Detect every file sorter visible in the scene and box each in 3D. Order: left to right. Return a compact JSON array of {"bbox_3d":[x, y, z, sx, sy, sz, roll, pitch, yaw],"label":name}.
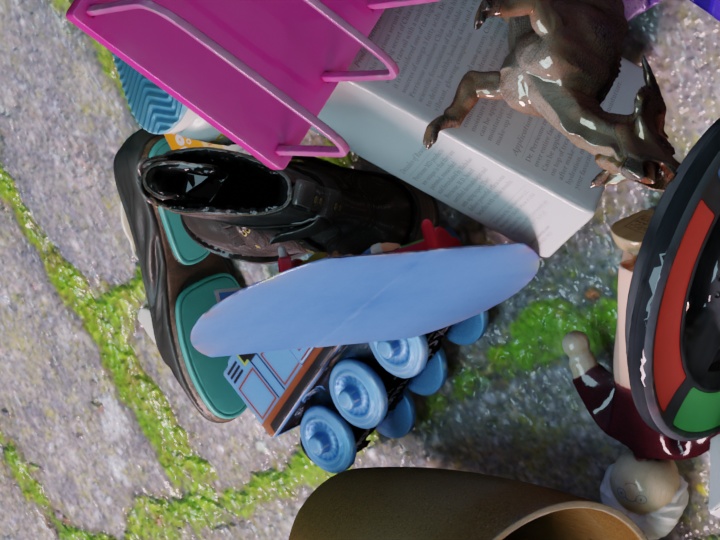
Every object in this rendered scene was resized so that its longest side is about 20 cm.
[{"bbox_3d":[-0.022,-0.170,1.318,0.139,0.200,0.125,36,170,-21],"label":"file sorter"}]

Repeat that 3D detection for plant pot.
[{"bbox_3d":[0.049,0.196,1.598,0.200,0.186,0.187,23,130,51],"label":"plant pot"}]

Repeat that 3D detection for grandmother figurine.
[{"bbox_3d":[0.168,0.066,1.541,0.121,0.060,0.201,25,126,39],"label":"grandmother figurine"}]

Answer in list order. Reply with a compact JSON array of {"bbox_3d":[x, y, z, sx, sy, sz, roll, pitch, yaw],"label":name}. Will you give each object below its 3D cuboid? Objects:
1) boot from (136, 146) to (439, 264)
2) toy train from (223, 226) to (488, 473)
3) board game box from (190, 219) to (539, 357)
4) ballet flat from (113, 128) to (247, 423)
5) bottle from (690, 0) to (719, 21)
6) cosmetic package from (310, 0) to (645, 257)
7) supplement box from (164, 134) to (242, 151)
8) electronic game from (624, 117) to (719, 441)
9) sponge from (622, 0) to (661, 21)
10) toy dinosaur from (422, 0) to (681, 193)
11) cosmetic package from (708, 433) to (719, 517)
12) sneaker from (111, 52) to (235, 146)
[{"bbox_3d":[-0.068,-0.045,1.525,0.199,0.174,0.070,2,85,37],"label":"boot"},{"bbox_3d":[-0.003,0.040,1.654,0.114,0.087,0.200,49,136,15],"label":"toy train"},{"bbox_3d":[0.000,0.000,1.481,0.158,0.199,0.039,-42,58,58],"label":"board game box"},{"bbox_3d":[-0.118,0.002,1.748,0.068,0.068,0.201,-1,104,51],"label":"ballet flat"},{"bbox_3d":[0.142,-0.206,1.353,0.200,0.065,0.084,37,131,19],"label":"bottle"},{"bbox_3d":[0.046,-0.104,1.453,0.200,0.102,0.071,29,152,-8],"label":"cosmetic package"},{"bbox_3d":[-0.052,-0.150,1.588,0.200,0.073,0.126,-22,98,46],"label":"supplement box"},{"bbox_3d":[0.199,-0.006,1.365,0.042,0.200,0.201,25,129,31],"label":"electronic game"},{"bbox_3d":[0.163,-0.208,1.402,0.200,0.030,0.112,-28,95,46],"label":"sponge"},{"bbox_3d":[0.114,-0.119,1.399,0.135,0.201,0.086,14,150,-15],"label":"toy dinosaur"},{"bbox_3d":[0.286,0.126,1.400,0.199,0.051,0.083,24,141,-26],"label":"cosmetic package"},{"bbox_3d":[-0.100,-0.152,1.516,0.076,0.081,0.201,-42,49,37],"label":"sneaker"}]
